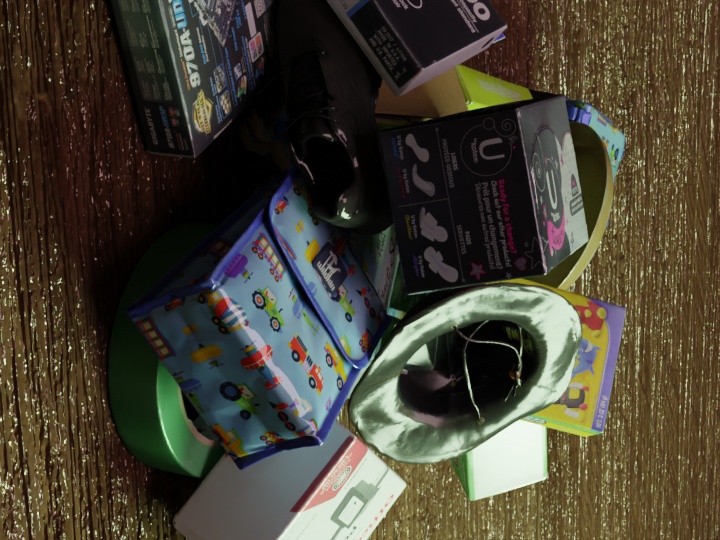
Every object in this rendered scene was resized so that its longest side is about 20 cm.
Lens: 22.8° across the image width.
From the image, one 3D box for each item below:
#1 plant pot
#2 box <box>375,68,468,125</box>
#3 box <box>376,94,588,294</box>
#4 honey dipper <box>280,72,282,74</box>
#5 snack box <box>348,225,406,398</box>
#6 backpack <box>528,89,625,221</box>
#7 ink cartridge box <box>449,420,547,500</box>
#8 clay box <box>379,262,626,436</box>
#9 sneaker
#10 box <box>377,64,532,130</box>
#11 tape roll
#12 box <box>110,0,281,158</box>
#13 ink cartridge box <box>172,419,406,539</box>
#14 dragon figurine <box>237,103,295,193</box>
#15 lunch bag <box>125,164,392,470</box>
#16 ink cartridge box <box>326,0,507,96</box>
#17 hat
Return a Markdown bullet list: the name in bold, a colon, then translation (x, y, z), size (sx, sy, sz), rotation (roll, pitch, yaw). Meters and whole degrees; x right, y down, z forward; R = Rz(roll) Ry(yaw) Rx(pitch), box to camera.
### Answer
- **plant pot**: translation (0.178, -0.046, 1.705), size (0.027, 0.200, 0.200), rotation (23, 74, -27)
- **box**: translation (0.015, -0.218, 1.509), size (0.163, 0.021, 0.200), rotation (-2, 72, -54)
- **box**: translation (0.104, -0.062, 1.404), size (0.200, 0.115, 0.132), rotation (-25, 105, -71)
- **honey dipper**: translation (-0.035, -0.239, 1.514), size (0.200, 0.038, 0.038), rotation (-60, 146, -41)
- **snack box**: translation (0.000, 0.000, 1.555), size (0.200, 0.068, 0.169), rotation (66, 33, -60)
- **backpack**: translation (0.181, -0.073, 1.863), size (0.183, 0.134, 0.200), rotation (34, 69, -60)
- **ink cartridge box**: translation (0.100, 0.091, 1.674), size (0.084, 0.200, 0.146), rotation (-16, 131, -11)
- **clay box**: translation (0.120, 0.063, 1.530), size (0.048, 0.200, 0.115), rotation (152, -49, -72)
- **sneaker**: translation (-0.025, -0.125, 1.369), size (0.091, 0.076, 0.200), rotation (-1, 70, -62)
- **box**: translation (0.087, -0.137, 1.674), size (0.200, 0.122, 0.048), rotation (6, 61, -63)
- **tape roll**: translation (-0.122, 0.063, 1.414), size (0.200, 0.048, 0.201), rotation (-26, 119, -59)
- **box**: translation (-0.122, -0.209, 1.339), size (0.159, 0.046, 0.200), rotation (-52, 141, -45)
- **ink cartridge box**: translation (-0.052, 0.190, 1.463), size (0.145, 0.083, 0.200), rotation (-53, 158, -6)
- **dragon figurine**: translation (-0.037, -0.087, 1.448), size (0.099, 0.059, 0.200), rotation (-11, 76, -23)
- **lunch bag**: translation (-0.058, 0.026, 1.351), size (0.151, 0.094, 0.200), rotation (56, 40, -16)
- **ink cartridge box**: translation (0.030, -0.253, 1.436), size (0.198, 0.043, 0.200), rotation (54, 36, 1)
- **hat**: translation (0.075, 0.061, 1.442), size (0.081, 0.200, 0.201), rotation (64, 1, 42)
